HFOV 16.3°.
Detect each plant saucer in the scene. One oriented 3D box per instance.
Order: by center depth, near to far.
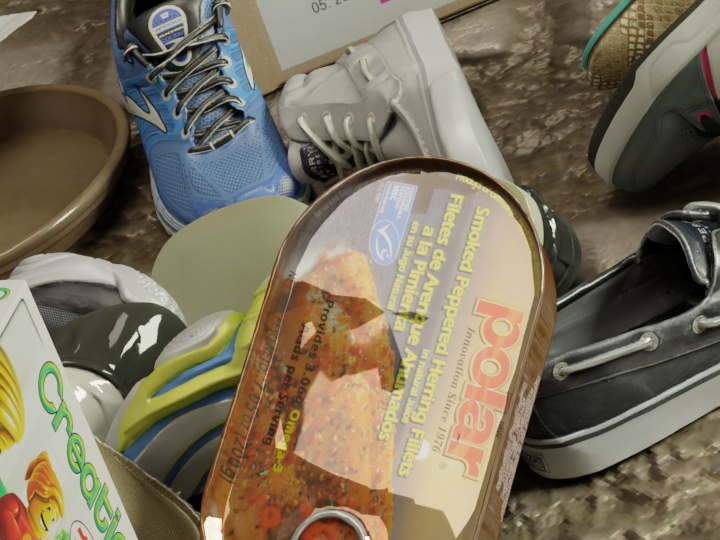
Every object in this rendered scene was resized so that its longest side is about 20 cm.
[{"bbox_3d":[-0.213,-0.035,1.345,0.199,0.030,0.200,-15,30,9],"label":"plant saucer"}]

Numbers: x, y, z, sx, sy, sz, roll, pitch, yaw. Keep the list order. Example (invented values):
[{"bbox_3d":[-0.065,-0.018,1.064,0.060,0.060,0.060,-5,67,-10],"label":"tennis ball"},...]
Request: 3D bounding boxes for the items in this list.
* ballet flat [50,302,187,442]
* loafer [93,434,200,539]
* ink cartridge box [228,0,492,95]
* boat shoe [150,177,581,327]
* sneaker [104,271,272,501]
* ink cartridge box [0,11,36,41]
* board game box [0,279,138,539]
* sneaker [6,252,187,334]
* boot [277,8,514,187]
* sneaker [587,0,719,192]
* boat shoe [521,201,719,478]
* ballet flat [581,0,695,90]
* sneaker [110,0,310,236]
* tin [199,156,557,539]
[{"bbox_3d":[-0.154,0.087,1.070,0.200,0.068,0.068,-33,19,1],"label":"ballet flat"},{"bbox_3d":[-0.141,0.074,0.986,0.067,0.200,0.076,-55,8,39],"label":"loafer"},{"bbox_3d":[0.003,-0.193,1.415,0.199,0.075,0.165,-22,29,-2],"label":"ink cartridge box"},{"bbox_3d":[0.000,0.003,1.120,0.201,0.063,0.074,-8,74,27],"label":"boat shoe"},{"bbox_3d":[-0.015,0.053,1.032,0.200,0.076,0.105,-43,61,10],"label":"sneaker"},{"bbox_3d":[-0.288,-0.082,1.432,0.200,0.057,0.163,4,38,41],"label":"ink cartridge box"},{"bbox_3d":[-0.115,0.121,0.864,0.035,0.200,0.126,-6,34,21],"label":"board game box"},{"bbox_3d":[-0.176,0.059,1.133,0.199,0.076,0.114,-7,37,29],"label":"sneaker"},{"bbox_3d":[0.013,-0.060,1.214,0.095,0.074,0.200,-26,22,5],"label":"boot"},{"bbox_3d":[0.197,-0.073,1.097,0.084,0.121,0.200,-12,-30,-52],"label":"sneaker"},{"bbox_3d":[0.140,0.006,1.015,0.200,0.068,0.072,-29,31,-12],"label":"boat shoe"},{"bbox_3d":[0.195,-0.147,1.223,0.065,0.071,0.200,42,79,18],"label":"ballet flat"},{"bbox_3d":[-0.088,-0.088,1.275,0.078,0.089,0.200,-26,45,-7],"label":"sneaker"},{"bbox_3d":[0.010,0.054,0.963,0.112,0.042,0.201,9,71,26],"label":"tin"}]
